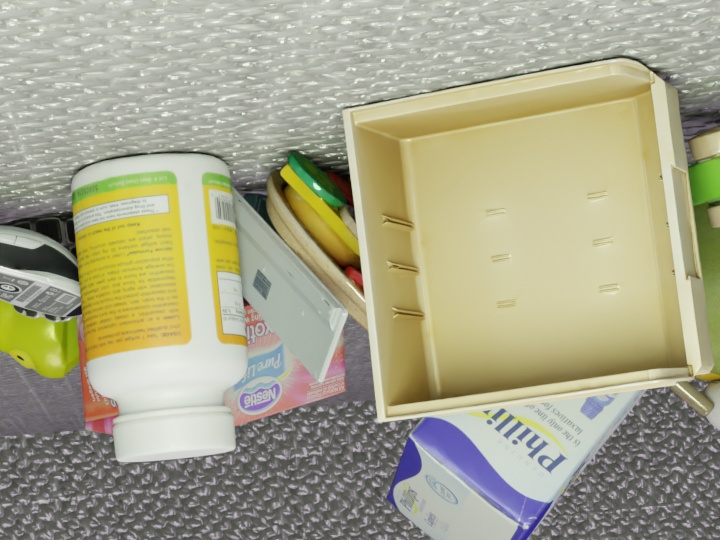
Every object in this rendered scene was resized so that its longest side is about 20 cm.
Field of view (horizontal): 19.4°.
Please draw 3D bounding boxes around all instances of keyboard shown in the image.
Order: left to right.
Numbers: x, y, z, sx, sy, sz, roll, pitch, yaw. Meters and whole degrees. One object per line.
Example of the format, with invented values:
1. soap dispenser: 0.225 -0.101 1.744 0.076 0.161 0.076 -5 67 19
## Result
1. keyboard: -0.064 0.003 1.445 0.011 0.056 0.200 -1 -151 -31

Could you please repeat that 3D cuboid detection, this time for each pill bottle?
1. pill bottle: -0.136 0.027 1.445 0.111 0.200 0.111 -6 172 -1

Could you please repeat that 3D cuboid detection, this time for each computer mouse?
1. computer mouse: -0.274 -0.016 1.474 0.200 0.044 0.110 19 156 -23

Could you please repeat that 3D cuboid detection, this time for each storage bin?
1. storage bin: 0.107 -0.015 1.334 0.198 0.200 0.094 -9 172 21

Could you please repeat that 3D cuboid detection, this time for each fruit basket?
1. fruit basket: -0.229 0.057 1.837 0.216 0.156 0.216 -24 174 -2

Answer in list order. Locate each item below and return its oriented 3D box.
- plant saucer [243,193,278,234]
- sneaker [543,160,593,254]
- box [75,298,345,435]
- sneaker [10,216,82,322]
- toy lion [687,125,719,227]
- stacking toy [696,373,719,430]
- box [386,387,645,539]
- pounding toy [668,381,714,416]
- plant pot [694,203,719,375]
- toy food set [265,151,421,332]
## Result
1. plant saucer: 0.000 0.000 1.591 0.200 0.070 0.019 21 143 -13
2. sneaker: 0.112 -0.044 1.426 0.200 0.077 0.111 -10 -154 2
3. box: -0.114 0.066 1.663 0.103 0.095 0.200 6 -166 42
4. sneaker: -0.187 -0.006 1.631 0.200 0.081 0.083 -4 -176 6
5. toy lion: 0.305 -0.081 1.467 0.200 0.069 0.192 -17 180 -10
6. stacking toy: 0.328 0.053 1.966 0.146 0.200 0.146 -5 172 -1
7. box: 0.124 0.100 1.499 0.200 0.105 0.184 -48 170 -17
8. pounding toy: 0.198 0.051 1.914 0.200 0.184 0.142 -10 171 21
9. plant pot: 0.266 0.004 1.725 0.190 0.200 0.200 4 174 13
10. toy food set: 0.011 -0.004 1.492 0.049 0.200 0.198 -45 170 10
